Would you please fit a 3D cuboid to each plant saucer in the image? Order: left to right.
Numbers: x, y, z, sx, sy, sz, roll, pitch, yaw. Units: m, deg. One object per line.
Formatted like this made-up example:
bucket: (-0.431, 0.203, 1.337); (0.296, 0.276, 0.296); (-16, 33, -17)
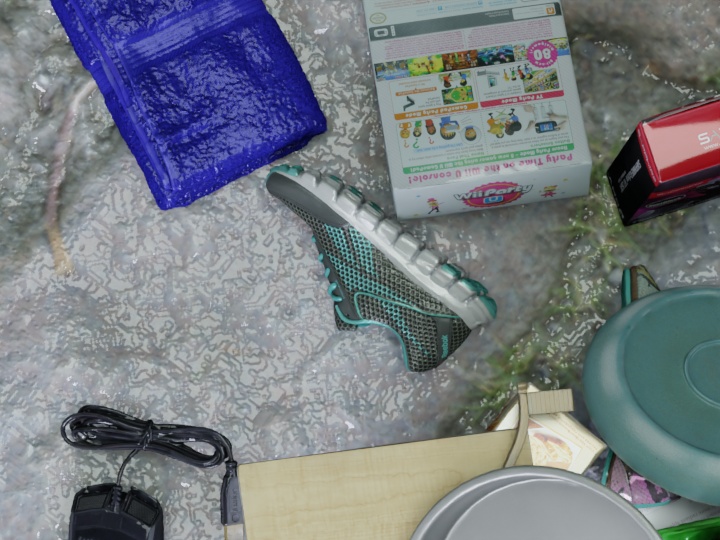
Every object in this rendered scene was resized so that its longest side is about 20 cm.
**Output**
plant saucer: (0.256, 0.079, 1.631); (0.200, 0.027, 0.200); (4, 46, -4)

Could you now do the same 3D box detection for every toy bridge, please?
toy bridge: (0.118, 0.174, 1.555); (0.067, 0.027, 0.200); (-6, 86, 0)

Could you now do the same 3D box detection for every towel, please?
towel: (-0.130, -0.161, 1.749); (0.148, 0.050, 0.200); (-27, 85, -3)

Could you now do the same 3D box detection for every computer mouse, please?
computer mouse: (-0.151, 0.200, 1.697); (0.140, 0.046, 0.200); (4, 91, 10)

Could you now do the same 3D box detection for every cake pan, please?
cake pan: (0.121, 0.223, 1.511); (0.200, 0.037, 0.201); (2, 95, 22)

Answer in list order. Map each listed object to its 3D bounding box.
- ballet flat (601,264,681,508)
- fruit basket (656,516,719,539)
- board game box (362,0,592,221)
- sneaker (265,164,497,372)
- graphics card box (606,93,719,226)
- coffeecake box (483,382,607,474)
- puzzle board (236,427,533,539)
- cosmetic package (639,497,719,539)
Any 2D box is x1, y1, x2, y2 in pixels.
ballet flat: (0.217, 0.086, 1.692); (0.071, 0.069, 0.200); (4, 55, 9)
fruit basket: (0.241, 0.245, 1.562); (0.215, 0.216, 0.156); (-23, 85, -3)
board game box: (0.082, -0.147, 1.721); (0.147, 0.064, 0.200); (-8, 68, -1)
sneaker: (0.000, 0.000, 1.723); (0.200, 0.078, 0.091); (38, 97, 10)
graphics card box: (0.251, -0.085, 1.671); (0.125, 0.200, 0.051); (-18, 84, -4)
coffeecake box: (0.080, 0.183, 1.661); (0.073, 0.154, 0.200); (39, 84, 4)
puzzle board: (0.024, 0.193, 1.574); (0.200, 0.017, 0.151); (-7, 85, -1)
cosmetic package: (0.256, 0.242, 1.699); (0.102, 0.074, 0.200); (-24, 86, -3)
